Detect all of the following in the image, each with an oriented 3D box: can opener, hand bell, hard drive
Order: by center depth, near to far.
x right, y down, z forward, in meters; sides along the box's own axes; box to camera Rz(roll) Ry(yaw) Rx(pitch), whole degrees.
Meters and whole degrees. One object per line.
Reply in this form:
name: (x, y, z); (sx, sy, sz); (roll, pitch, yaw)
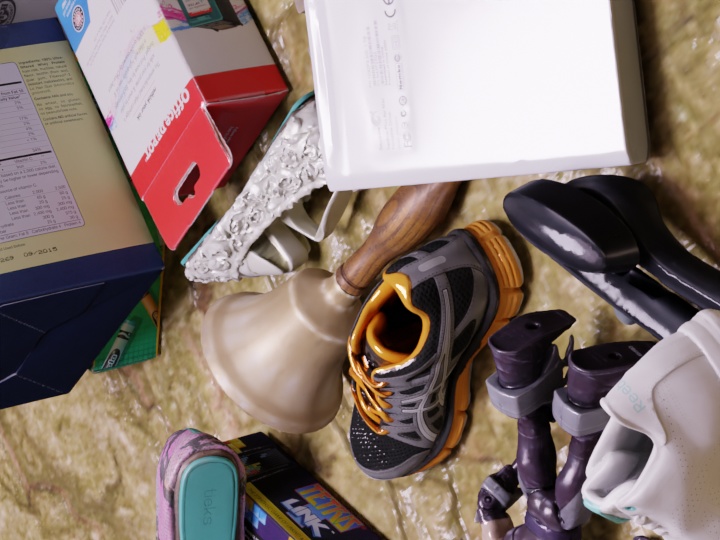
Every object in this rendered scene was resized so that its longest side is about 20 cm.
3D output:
can opener: (0.159, 0.015, 1.187); (0.200, 0.079, 0.064); (37, 136, 28)
hard drive: (0.058, -0.115, 1.267); (0.200, 0.026, 0.132); (-4, 95, 38)
hand bell: (0.000, 0.000, 1.413); (0.200, 0.104, 0.104); (-46, 62, 36)

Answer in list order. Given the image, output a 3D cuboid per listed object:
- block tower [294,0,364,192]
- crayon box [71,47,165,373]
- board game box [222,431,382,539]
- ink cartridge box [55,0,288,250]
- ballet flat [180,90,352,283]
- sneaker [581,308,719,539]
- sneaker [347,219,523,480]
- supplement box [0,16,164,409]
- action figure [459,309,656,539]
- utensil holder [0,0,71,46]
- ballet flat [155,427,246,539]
block tower: (0.000, -0.151, 1.369); (0.058, 0.054, 0.201); (-26, 80, 56)
crayon box: (-0.191, -0.044, 1.676); (0.119, 0.058, 0.201); (34, 127, 45)
board game box: (-0.039, 0.227, 1.544); (0.200, 0.057, 0.166); (39, 132, 44)
ink cartridge box: (-0.118, -0.128, 1.534); (0.200, 0.067, 0.116); (64, 144, 20)
ballet flat: (-0.051, -0.034, 1.474); (0.200, 0.072, 0.072); (-50, 60, 50)
sneaker: (0.150, 0.105, 1.159); (0.075, 0.088, 0.200); (49, 162, 42)
sneaker: (0.025, 0.051, 1.377); (0.078, 0.077, 0.200); (51, 139, 31)
supplement box: (-0.259, -0.031, 1.606); (0.200, 0.134, 0.200); (-47, 62, 51)
action figure: (0.109, 0.124, 1.291); (0.130, 0.069, 0.201); (31, 129, 39)
utensil holder: (-0.307, -0.233, 1.695); (0.200, 0.170, 0.170); (47, 136, 33)
ballet flat: (-0.107, 0.197, 1.536); (0.071, 0.069, 0.201); (-140, 50, -67)
